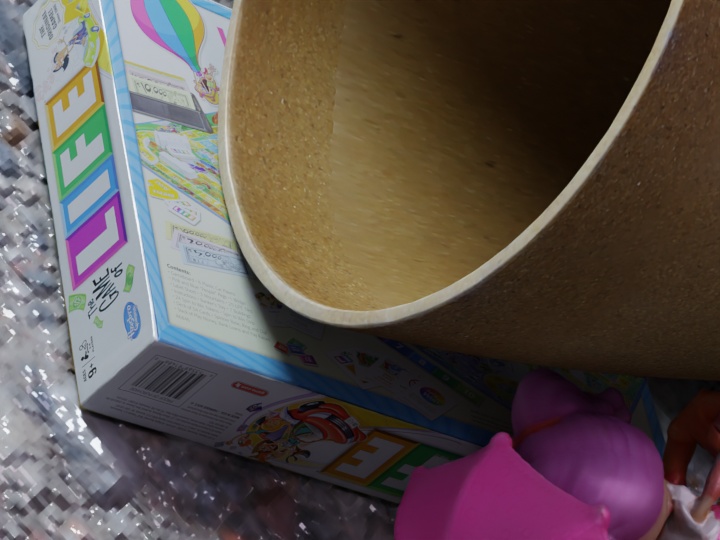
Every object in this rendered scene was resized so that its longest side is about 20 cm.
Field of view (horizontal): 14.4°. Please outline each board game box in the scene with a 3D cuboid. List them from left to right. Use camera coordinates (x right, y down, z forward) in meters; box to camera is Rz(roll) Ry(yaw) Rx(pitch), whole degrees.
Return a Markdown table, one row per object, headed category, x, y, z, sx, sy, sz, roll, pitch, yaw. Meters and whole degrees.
| category | x | y | z | sx | sy | sz | roll | pitch | yaw |
| --- | --- | --- | --- | --- | --- | --- | --- | --- | --- |
| board game box | 0.000 | 0.000 | 0.815 | 0.199 | 0.034 | 0.135 | 21 | 44 | -37 |

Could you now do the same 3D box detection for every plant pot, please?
| category | x | y | z | sx | sy | sz | roll | pitch | yaw |
| --- | --- | --- | --- | --- | --- | --- | --- | --- | --- |
| plant pot | 0.095 | -0.047 | 0.767 | 0.199 | 0.186 | 0.187 | 21 | 43 | -35 |

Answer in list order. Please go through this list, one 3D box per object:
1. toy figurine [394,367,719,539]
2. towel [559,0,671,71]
| category | x | y | z | sx | sy | sz | roll | pitch | yaw |
| --- | --- | --- | --- | --- | --- | --- | --- | --- | --- |
| toy figurine | 0.094 | 0.085 | 0.759 | 0.183 | 0.150 | 0.201 | 24 | 46 | -20 |
| towel | 0.057 | -0.165 | 0.896 | 0.149 | 0.031 | 0.201 | 37 | 37 | -21 |
